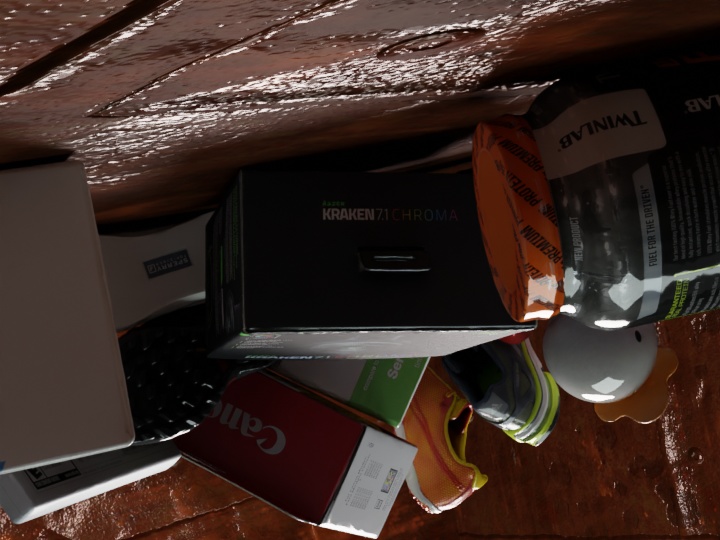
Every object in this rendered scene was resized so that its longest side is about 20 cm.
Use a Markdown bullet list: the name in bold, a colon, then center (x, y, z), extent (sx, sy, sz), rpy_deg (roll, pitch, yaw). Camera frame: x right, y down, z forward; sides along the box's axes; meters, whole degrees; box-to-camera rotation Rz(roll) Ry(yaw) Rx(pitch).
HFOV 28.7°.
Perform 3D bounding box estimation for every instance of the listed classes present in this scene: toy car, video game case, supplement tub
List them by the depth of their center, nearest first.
- **supplement tub**: center (0.160, -0.042, 0.671), extent (0.198, 0.124, 0.123), rpy_deg (-12, 178, -6)
- **video game case**: center (-0.216, 0.068, 0.919), extent (0.022, 0.183, 0.200), rpy_deg (-40, 170, 16)
- **toy car**: center (0.194, 0.028, 1.151), extent (0.177, 0.200, 0.184), rpy_deg (-44, 172, 21)

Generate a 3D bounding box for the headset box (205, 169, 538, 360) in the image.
- **headset box**: center (0.000, 0.000, 0.858), extent (0.172, 0.094, 0.200), rpy_deg (0, 172, -13)

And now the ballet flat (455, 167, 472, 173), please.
- **ballet flat**: center (0.034, -0.050, 1.005), extent (0.198, 0.057, 0.067), rpy_deg (-11, -139, 10)

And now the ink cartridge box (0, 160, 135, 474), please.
- **ink cartridge box**: center (-0.198, 0.034, 0.667), extent (0.127, 0.127, 0.200), rpy_deg (-10, 178, -23)

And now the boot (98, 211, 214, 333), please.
- **boot**: center (-0.165, 0.011, 0.960), extent (0.198, 0.074, 0.090), rpy_deg (-11, 173, -33)

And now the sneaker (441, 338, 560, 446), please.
- **sneaker**: center (0.104, 0.060, 1.225), extent (0.081, 0.201, 0.074), rpy_deg (25, 115, -38)

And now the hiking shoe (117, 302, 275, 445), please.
- **hiking shoe**: center (-0.137, 0.072, 0.961), extent (0.100, 0.076, 0.199), rpy_deg (-20, -177, 42)

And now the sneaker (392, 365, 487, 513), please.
- **sneaker**: center (0.058, 0.115, 1.232), extent (0.077, 0.201, 0.073), rpy_deg (-29, 149, 10)

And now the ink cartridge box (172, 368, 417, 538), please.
- **ink cartridge box**: center (-0.079, 0.119, 1.076), extent (0.198, 0.085, 0.175), rpy_deg (24, 175, 23)

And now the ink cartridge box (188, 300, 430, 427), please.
- **ink cartridge box**: center (-0.045, 0.045, 1.132), extent (0.198, 0.085, 0.146), rpy_deg (25, 177, 0)
